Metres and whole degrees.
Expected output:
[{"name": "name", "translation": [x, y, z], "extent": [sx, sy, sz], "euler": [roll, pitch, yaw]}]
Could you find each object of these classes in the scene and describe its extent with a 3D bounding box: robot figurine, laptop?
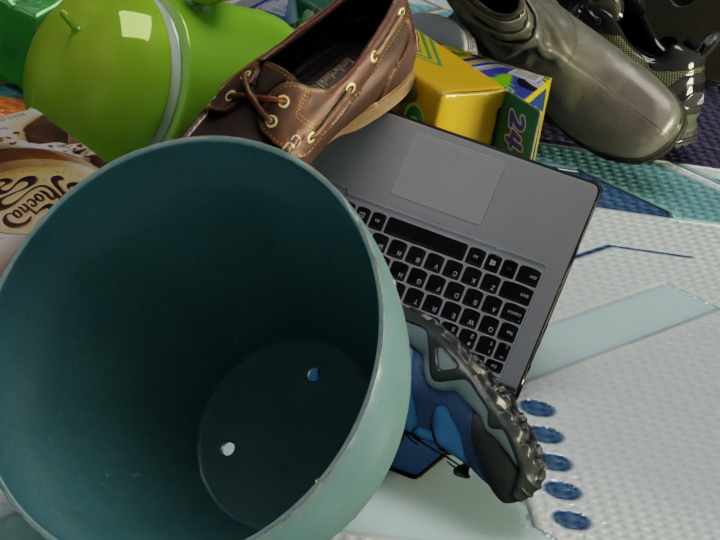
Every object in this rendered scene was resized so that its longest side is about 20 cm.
[{"name": "robot figurine", "translation": [-0.107, -0.101, 1.652], "extent": [0.199, 0.176, 0.116], "euler": [8, 29, -42]}, {"name": "laptop", "translation": [0.000, 0.000, 1.542], "extent": [0.186, 0.201, 0.116], "euler": [20, -9, 20]}]

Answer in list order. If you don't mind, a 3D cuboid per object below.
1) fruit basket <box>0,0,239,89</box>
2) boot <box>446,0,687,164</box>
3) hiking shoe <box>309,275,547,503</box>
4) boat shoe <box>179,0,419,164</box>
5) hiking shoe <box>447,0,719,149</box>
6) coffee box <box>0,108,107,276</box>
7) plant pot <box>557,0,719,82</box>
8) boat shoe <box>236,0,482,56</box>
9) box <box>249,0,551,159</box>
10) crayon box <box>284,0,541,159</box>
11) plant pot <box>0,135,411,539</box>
[{"name": "fruit basket", "translation": [-0.180, -0.197, 1.902], "extent": [0.185, 0.094, 0.200], "euler": [28, 47, 33]}, {"name": "boot", "translation": [0.115, -0.148, 1.879], "extent": [0.200, 0.068, 0.131], "euler": [39, 2, 26]}, {"name": "hiking shoe", "translation": [0.011, 0.057, 1.451], "extent": [0.200, 0.087, 0.074], "euler": [45, 2, 25]}, {"name": "boat shoe", "translation": [-0.045, -0.090, 1.573], "extent": [0.070, 0.071, 0.200], "euler": [32, 58, 23]}, {"name": "hiking shoe", "translation": [0.153, -0.157, 1.984], "extent": [0.199, 0.101, 0.076], "euler": [23, 16, 20]}, {"name": "coffee box", "translation": [-0.164, -0.001, 1.482], "extent": [0.113, 0.080, 0.200], "euler": [-18, 35, -32]}, {"name": "plant pot", "translation": [0.228, -0.248, 2.147], "extent": [0.198, 0.201, 0.178], "euler": [8, 36, -8]}, {"name": "boat shoe", "translation": [-0.004, -0.152, 1.956], "extent": [0.199, 0.070, 0.066], "euler": [8, -12, 26]}, {"name": "box", "translation": [0.018, -0.115, 1.868], "extent": [0.199, 0.070, 0.064], "euler": [20, 26, 18]}, {"name": "crayon box", "translation": [0.018, -0.074, 1.700], "extent": [0.051, 0.126, 0.200], "euler": [-6, 28, -35]}, {"name": "plant pot", "translation": [-0.057, 0.056, 1.320], "extent": [0.199, 0.201, 0.135], "euler": [25, -9, 30]}]
